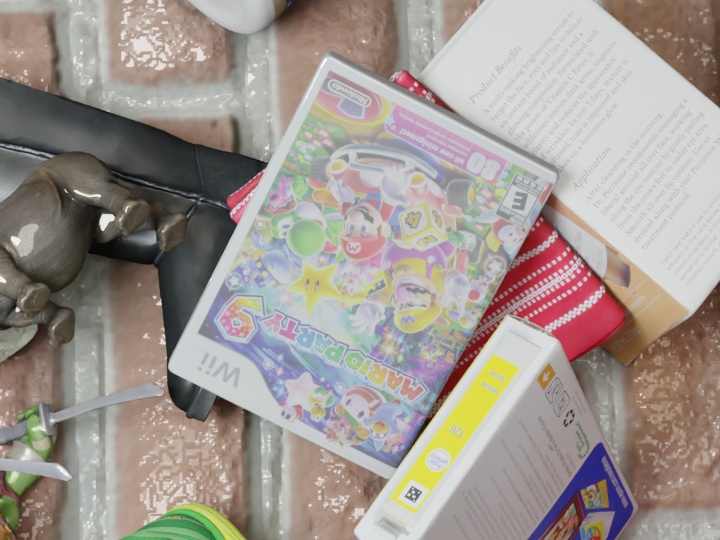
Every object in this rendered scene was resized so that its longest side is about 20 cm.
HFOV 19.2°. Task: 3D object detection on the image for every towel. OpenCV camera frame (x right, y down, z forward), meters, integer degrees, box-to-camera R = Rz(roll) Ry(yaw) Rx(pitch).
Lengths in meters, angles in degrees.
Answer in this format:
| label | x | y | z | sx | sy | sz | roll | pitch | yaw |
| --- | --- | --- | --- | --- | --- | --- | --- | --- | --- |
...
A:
| label | x | y | z | sx | sy | sz | roll | pitch | yaw |
| --- | --- | --- | --- | --- | --- | --- | --- | --- | --- |
| towel | 0.038 | -0.003 | 1.204 | 0.144 | 0.023 | 0.200 | -34 | 110 | 27 |

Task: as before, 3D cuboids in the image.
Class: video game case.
| label | x | y | z | sx | sy | sz | roll | pitch | yaw |
| --- | --- | --- | --- | --- | --- | --- | --- | --- | --- |
| video game case | 0.000 | 0.000 | 1.165 | 0.142 | 0.018 | 0.201 | 26 | 107 | -6 |

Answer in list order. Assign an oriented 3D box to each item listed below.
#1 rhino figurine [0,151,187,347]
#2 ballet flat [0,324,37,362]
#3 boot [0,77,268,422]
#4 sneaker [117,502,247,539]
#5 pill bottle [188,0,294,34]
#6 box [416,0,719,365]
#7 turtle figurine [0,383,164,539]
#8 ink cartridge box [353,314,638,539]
| label | x | y | z | sx | sy | sz | roll | pitch | yaw |
| --- | --- | --- | --- | --- | --- | --- | --- | --- | --- |
| rhino figurine | -0.193 | 0.006 | 1.151 | 0.087 | 0.060 | 0.200 | 29 | 57 | 34 |
| ballet flat | -0.281 | -0.001 | 1.216 | 0.199 | 0.072 | 0.072 | 32 | 75 | 6 |
| boot | -0.157 | -0.016 | 1.238 | 0.199 | 0.066 | 0.166 | 18 | 69 | -5 |
| sneaker | -0.070 | 0.197 | 1.148 | 0.083 | 0.200 | 0.075 | -13 | 118 | -35 |
| pill bottle | -0.035 | -0.248 | 1.283 | 0.116 | 0.116 | 0.200 | 42 | 75 | 4 |
| box | 0.129 | -0.060 | 1.239 | 0.200 | 0.152 | 0.106 | 40 | 76 | 4 |
| turtle figurine | -0.225 | 0.088 | 1.169 | 0.193 | 0.201 | 0.144 | 31 | 41 | 5 |
| ink cartridge box | 0.064 | 0.156 | 1.164 | 0.047 | 0.198 | 0.200 | 29 | 72 | 33 |
